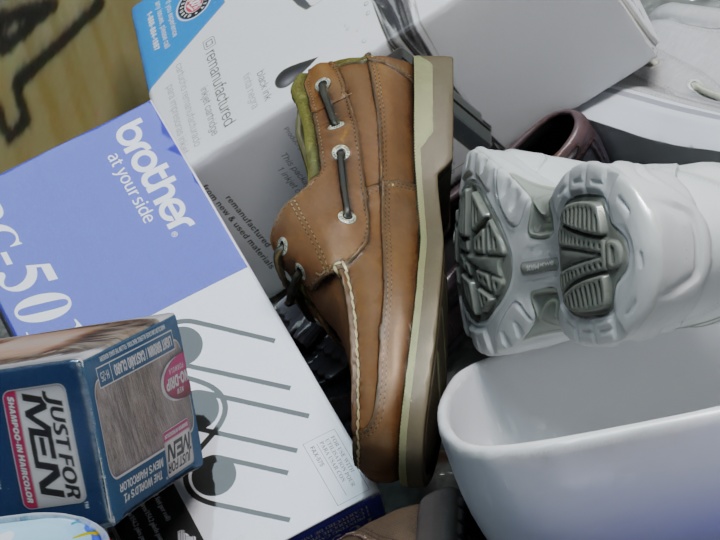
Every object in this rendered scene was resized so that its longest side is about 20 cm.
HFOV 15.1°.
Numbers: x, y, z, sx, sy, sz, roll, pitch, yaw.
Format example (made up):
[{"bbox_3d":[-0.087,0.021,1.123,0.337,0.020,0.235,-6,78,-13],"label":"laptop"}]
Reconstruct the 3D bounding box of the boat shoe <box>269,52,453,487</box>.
[{"bbox_3d":[0.000,0.000,1.025,0.068,0.072,0.200,2,46,1],"label":"boat shoe"}]

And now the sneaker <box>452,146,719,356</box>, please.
[{"bbox_3d":[0.099,-0.006,0.985,0.099,0.078,0.200,-2,6,-20],"label":"sneaker"}]

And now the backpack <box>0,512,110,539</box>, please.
[{"bbox_3d":[-0.140,0.182,0.856,0.183,0.147,0.200,-8,41,12],"label":"backpack"}]

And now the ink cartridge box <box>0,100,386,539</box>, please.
[{"bbox_3d":[-0.076,0.037,1.037,0.094,0.044,0.200,-27,61,-8],"label":"ink cartridge box"}]

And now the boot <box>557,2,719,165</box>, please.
[{"bbox_3d":[0.171,-0.062,1.110,0.200,0.074,0.096,24,62,41],"label":"boot"}]

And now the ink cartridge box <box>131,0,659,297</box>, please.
[{"bbox_3d":[0.011,-0.104,1.164,0.200,0.084,0.145,-32,36,11],"label":"ink cartridge box"}]

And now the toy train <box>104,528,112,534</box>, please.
[{"bbox_3d":[-0.185,0.108,1.036,0.199,0.056,0.150,-11,38,5],"label":"toy train"}]

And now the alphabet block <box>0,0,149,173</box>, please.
[{"bbox_3d":[-0.223,-0.130,1.230,0.195,0.200,0.196,16,47,32],"label":"alphabet block"}]

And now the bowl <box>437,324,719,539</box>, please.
[{"bbox_3d":[0.130,0.060,0.931,0.199,0.075,0.200,-11,6,3],"label":"bowl"}]

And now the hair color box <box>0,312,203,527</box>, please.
[{"bbox_3d":[-0.167,0.063,0.957,0.200,0.061,0.100,-8,6,16],"label":"hair color box"}]

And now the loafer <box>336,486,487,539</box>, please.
[{"bbox_3d":[0.008,0.159,0.907,0.071,0.073,0.200,-15,31,17],"label":"loafer"}]

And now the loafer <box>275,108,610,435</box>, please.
[{"bbox_3d":[0.020,0.000,1.095,0.200,0.063,0.072,-32,40,-21],"label":"loafer"}]
